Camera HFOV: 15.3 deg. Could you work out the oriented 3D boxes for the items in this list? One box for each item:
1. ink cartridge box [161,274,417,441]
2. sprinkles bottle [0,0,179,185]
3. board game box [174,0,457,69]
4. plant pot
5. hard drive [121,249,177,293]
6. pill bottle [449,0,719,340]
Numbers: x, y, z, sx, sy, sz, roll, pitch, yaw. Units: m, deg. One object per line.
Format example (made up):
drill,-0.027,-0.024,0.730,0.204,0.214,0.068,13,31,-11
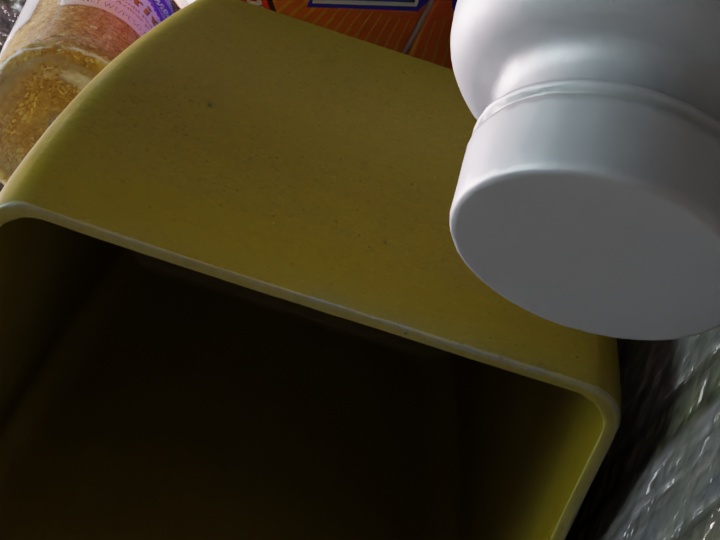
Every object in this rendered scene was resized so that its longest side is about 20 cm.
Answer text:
ink cartridge box,0.000,0.000,1.107,0.076,0.147,0.201,118,171,-51
sprinkles bottle,-0.107,-0.091,1.086,0.200,0.068,0.069,-84,15,-67
board game box,0.012,-0.218,1.056,0.200,0.199,0.201,53,125,41
plant pot,-0.024,0.023,0.919,0.177,0.199,0.201,-74,3,-49
hard drive,-0.079,-0.028,1.088,0.132,0.025,0.201,-81,11,-62
pill bottle,0.087,-0.086,0.743,0.111,0.111,0.201,120,169,-61
